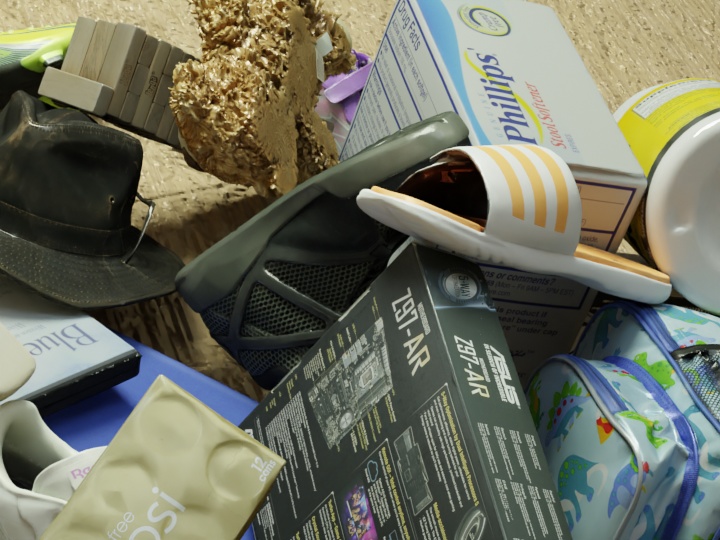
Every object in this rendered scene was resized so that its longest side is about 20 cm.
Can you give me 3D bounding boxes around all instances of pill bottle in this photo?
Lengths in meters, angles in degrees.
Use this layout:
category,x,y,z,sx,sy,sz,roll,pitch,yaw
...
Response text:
category,x,y,z,sx,sy,sz,roll,pitch,yaw
pill bottle,0.200,-0.048,1.076,0.114,0.115,0.200,18,10,-7

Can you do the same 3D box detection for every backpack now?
category,x,y,z,sx,sy,sz,roll,pitch,yaw
backpack,0.150,0.113,0.956,0.146,0.184,0.200,10,25,-15

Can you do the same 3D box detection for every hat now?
category,x,y,z,sx,sy,sz,roll,pitch,yaw
hat,-0.171,-0.053,1.049,0.200,0.081,0.201,23,14,-6

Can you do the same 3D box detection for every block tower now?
category,x,y,z,sx,sy,sz,roll,pitch,yaw
block tower,-0.097,-0.096,1.140,0.054,0.058,0.200,18,-1,41

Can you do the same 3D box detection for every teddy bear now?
category,x,y,z,sx,sy,sz,roll,pitch,yaw
teddy bear,-0.058,-0.115,1.097,0.066,0.145,0.201,-11,50,25

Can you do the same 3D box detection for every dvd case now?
category,x,y,z,sx,sy,sz,roll,pitch,yaw
dvd case,-0.231,0.024,0.973,0.200,0.018,0.142,32,37,31

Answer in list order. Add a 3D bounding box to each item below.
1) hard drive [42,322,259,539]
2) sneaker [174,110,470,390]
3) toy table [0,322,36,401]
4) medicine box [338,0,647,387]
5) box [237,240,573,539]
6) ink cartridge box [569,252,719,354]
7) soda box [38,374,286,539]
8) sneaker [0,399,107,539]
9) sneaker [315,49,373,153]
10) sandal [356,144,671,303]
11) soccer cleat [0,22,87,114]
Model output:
category,x,y,z,sx,sy,sz,roll,pitch,yaw
hard drive,-0.110,0.093,0.974,0.199,0.025,0.132,26,33,5
sneaker,0.000,0.000,0.998,0.114,0.199,0.076,55,30,1
toy table,-0.245,0.015,0.826,0.184,0.200,0.117,53,56,-14
medicine box,0.059,-0.031,1.087,0.102,0.201,0.183,7,36,-21
box,0.016,0.113,0.863,0.043,0.160,0.201,16,41,-35
ink cartridge box,0.194,0.042,1.161,0.199,0.094,0.044,6,36,-24
soda box,-0.113,0.145,0.769,0.068,0.064,0.200,34,68,1
sneaker,-0.119,0.141,0.835,0.200,0.100,0.075,42,36,25
sneaker,-0.006,-0.096,1.246,0.200,0.089,0.080,36,34,18
sandal,0.083,-0.032,0.929,0.206,0.060,0.079,13,7,-43
soccer cleat,-0.225,-0.133,1.192,0.084,0.065,0.200,38,36,26
